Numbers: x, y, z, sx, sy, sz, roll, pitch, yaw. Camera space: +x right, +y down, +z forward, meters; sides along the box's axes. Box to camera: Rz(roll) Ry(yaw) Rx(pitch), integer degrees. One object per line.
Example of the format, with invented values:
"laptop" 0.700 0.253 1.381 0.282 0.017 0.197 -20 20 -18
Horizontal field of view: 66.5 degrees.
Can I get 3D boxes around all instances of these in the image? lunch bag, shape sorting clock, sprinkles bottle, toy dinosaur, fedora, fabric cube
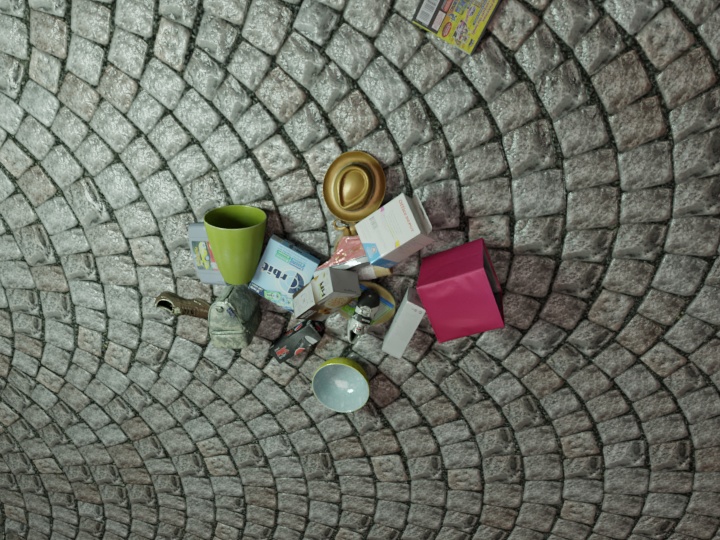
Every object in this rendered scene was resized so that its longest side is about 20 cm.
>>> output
"lunch bag" -0.406 0.132 1.763 0.136 0.201 0.171 -3 117 10
"shape sorting clock" 0.014 0.104 1.741 0.195 0.040 0.203 3 133 4
"sprinkles bottle" 0.000 0.000 1.695 0.195 0.069 0.070 -12 114 16
"toy dinosaur" -0.041 -0.116 1.651 0.198 0.061 0.107 -35 107 24
"fedora" -0.022 -0.234 1.553 0.195 0.082 0.206 1 101 6
"fabric cube" 0.293 0.058 1.596 0.196 0.201 0.199 -18 113 21

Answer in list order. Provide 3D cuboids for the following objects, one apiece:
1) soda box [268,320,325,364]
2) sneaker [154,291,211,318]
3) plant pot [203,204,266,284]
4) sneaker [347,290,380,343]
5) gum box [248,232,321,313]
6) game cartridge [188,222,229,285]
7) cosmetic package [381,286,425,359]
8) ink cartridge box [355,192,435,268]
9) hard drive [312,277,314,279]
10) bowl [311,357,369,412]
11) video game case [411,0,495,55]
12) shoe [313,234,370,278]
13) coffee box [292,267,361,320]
"soda box" -0.214 0.233 1.854 0.198 0.064 0.071 -33 107 24
"sneaker" -0.604 0.132 1.870 0.195 0.076 0.072 14 118 4
"plant pot" -0.373 -0.069 1.664 0.182 0.188 0.204 7 118 7
"sneaker" 0.009 0.150 1.699 0.072 0.090 0.202 16 131 -7
"gum box" -0.239 0.011 1.717 0.167 0.045 0.202 28 118 -4
"game cartridge" -0.484 -0.052 1.749 0.131 0.041 0.205 4 111 38
"cosmetic package" 0.139 0.165 1.734 0.073 0.102 0.203 25 117 -2
"ink cartridge box" 0.110 -0.114 1.560 0.198 0.124 0.131 -30 70 23
"hard drive" -0.221 0.031 1.771 0.196 0.038 0.142 21 118 1
"bowl" -0.059 0.368 1.865 0.195 0.108 0.205 4 116 8
"video game case" 0.247 -0.666 1.345 0.178 0.026 0.202 27 117 -3
"shoe" -0.058 -0.041 1.641 0.196 0.071 0.093 -18 76 22
"coffee box" -0.105 0.074 1.647 0.113 0.081 0.199 10 147 -41
